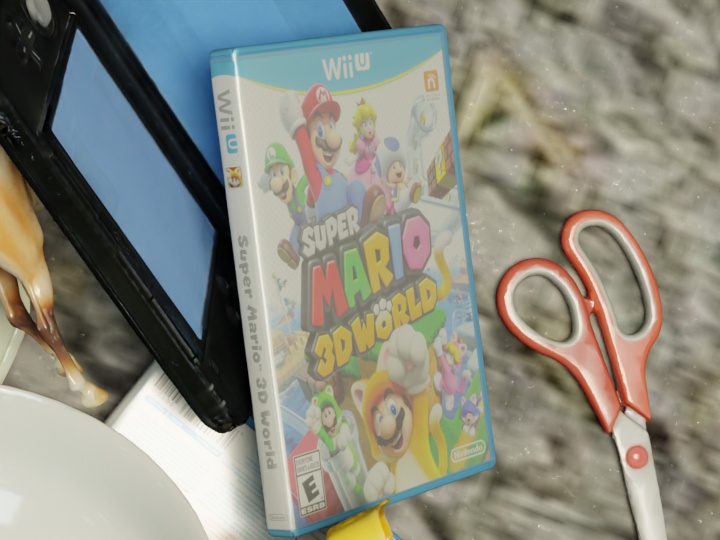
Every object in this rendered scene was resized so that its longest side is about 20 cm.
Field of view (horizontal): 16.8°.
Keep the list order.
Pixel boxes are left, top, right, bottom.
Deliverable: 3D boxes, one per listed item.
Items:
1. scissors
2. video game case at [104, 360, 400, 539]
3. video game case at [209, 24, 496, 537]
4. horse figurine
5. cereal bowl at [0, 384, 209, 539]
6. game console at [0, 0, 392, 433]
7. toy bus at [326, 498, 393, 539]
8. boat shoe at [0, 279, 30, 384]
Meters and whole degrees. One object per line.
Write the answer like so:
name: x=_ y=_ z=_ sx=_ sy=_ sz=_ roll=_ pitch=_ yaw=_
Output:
scissors: x=0.129 y=0.071 z=1.115 sx=0.073 sy=0.014 sz=0.201 roll=-27 pitch=90 yaw=-11
video game case: x=-0.093 y=0.157 z=1.069 sx=0.143 sy=0.018 sz=0.200 roll=39 pitch=83 yaw=-6
video game case: x=0.000 y=0.000 z=1.042 sx=0.143 sy=0.018 sz=0.201 roll=-13 pitch=98 yaw=-49
horse figurine: x=-0.137 y=-0.024 z=1.015 sx=0.050 sy=0.200 sz=0.133 roll=-20 pitch=117 yaw=30
cereal bowl: x=-0.159 y=0.140 z=0.959 sx=0.199 sy=0.200 sz=0.084 roll=12 pitch=128 yaw=-8
game console: x=-0.057 y=-0.068 z=1.011 sx=0.116 sy=0.176 sz=0.200 roll=-25 pitch=119 yaw=16
toy bus: x=-0.018 y=0.216 z=0.969 sx=0.191 sy=0.136 sz=0.201 roll=-26 pitch=83 yaw=1
boat shoe: x=-0.213 y=0.076 z=1.048 sx=0.073 sy=0.062 sz=0.200 roll=31 pitch=88 yaw=-39
